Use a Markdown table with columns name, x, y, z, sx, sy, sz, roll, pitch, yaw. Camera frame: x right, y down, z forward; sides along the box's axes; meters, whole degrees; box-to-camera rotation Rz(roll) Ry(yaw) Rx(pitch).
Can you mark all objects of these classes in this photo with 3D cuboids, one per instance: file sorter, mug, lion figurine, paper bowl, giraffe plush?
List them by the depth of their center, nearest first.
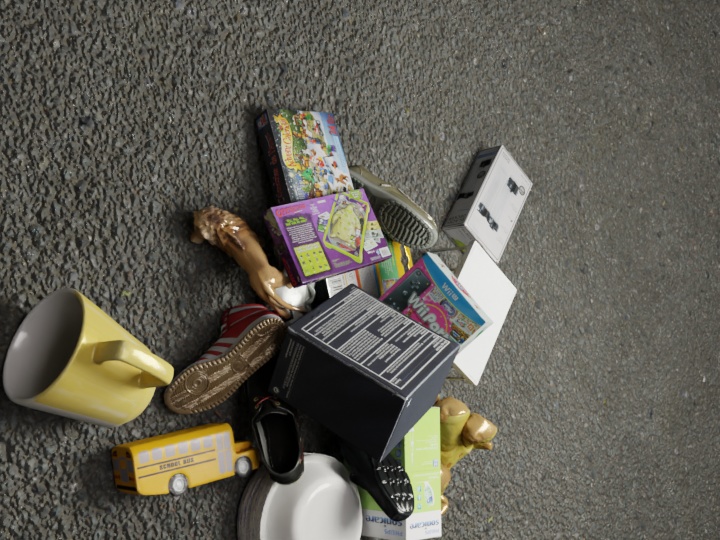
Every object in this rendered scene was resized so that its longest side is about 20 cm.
| name | x | y | z | sx | sy | sz | roll | pitch | yaw |
| --- | --- | --- | --- | --- | --- | --- | --- | --- | --- |
| mug | -0.328 | 0.130 | 1.189 | 0.150 | 0.186 | 0.153 | -53 | 132 | -2 |
| lion figurine | -0.155 | -0.013 | 1.377 | 0.073 | 0.200 | 0.122 | -49 | 155 | 0 |
| paper bowl | -0.076 | 0.375 | 1.432 | 0.199 | 0.104 | 0.203 | 7 | 80 | -43 |
| giraffe plush | 0.120 | 0.309 | 1.610 | 0.163 | 0.171 | 0.200 | -57 | 156 | -19 |
| file sorter | 0.155 | 0.075 | 1.664 | 0.139 | 0.124 | 0.201 | 45 | 58 | -30 |

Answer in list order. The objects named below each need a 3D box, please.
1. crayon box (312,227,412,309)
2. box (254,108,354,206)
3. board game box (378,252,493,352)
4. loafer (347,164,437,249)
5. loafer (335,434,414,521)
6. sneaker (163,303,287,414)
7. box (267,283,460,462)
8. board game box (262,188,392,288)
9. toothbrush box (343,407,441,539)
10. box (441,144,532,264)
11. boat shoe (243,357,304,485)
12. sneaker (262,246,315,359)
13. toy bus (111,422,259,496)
| name | x | y | z | sx | sy | sz | roll | pitch | yaw |
| --- | --- | --- | --- | --- | --- | --- | --- | --- | --- |
| crayon box | 0.000 | 0.000 | 1.580 | 0.199 | 0.051 | 0.127 | -14 | 94 | -42 |
| box | -0.079 | -0.151 | 1.501 | 0.136 | 0.038 | 0.202 | -4 | 73 | -43 |
| board game box | 0.087 | 0.093 | 1.518 | 0.148 | 0.200 | 0.064 | 50 | 12 | 16 |
| loafer | 0.049 | -0.114 | 1.581 | 0.199 | 0.075 | 0.070 | 38 | 42 | 4 |
| loafer | 0.019 | 0.302 | 1.448 | 0.068 | 0.201 | 0.071 | 11 | 120 | -38 |
| sneaker | -0.200 | 0.122 | 1.383 | 0.199 | 0.112 | 0.072 | -35 | 114 | -7 |
| box | 0.007 | 0.142 | 1.391 | 0.200 | 0.197 | 0.124 | -32 | 146 | -57 |
| board game box | -0.046 | -0.051 | 1.435 | 0.199 | 0.032 | 0.121 | -16 | 84 | -46 |
| toothbrush box | 0.048 | 0.316 | 1.524 | 0.086 | 0.145 | 0.202 | 7 | 80 | -42 |
| box | 0.240 | -0.122 | 1.809 | 0.117 | 0.060 | 0.201 | 44 | 58 | -30 |
| boat shoe | -0.125 | 0.205 | 1.387 | 0.073 | 0.063 | 0.203 | -14 | 68 | -5 |
| sneaker | -0.119 | 0.057 | 1.460 | 0.088 | 0.074 | 0.202 | 11 | 84 | -19 |
| toy bus | -0.237 | 0.260 | 1.324 | 0.199 | 0.065 | 0.079 | -7 | 88 | -42 |
